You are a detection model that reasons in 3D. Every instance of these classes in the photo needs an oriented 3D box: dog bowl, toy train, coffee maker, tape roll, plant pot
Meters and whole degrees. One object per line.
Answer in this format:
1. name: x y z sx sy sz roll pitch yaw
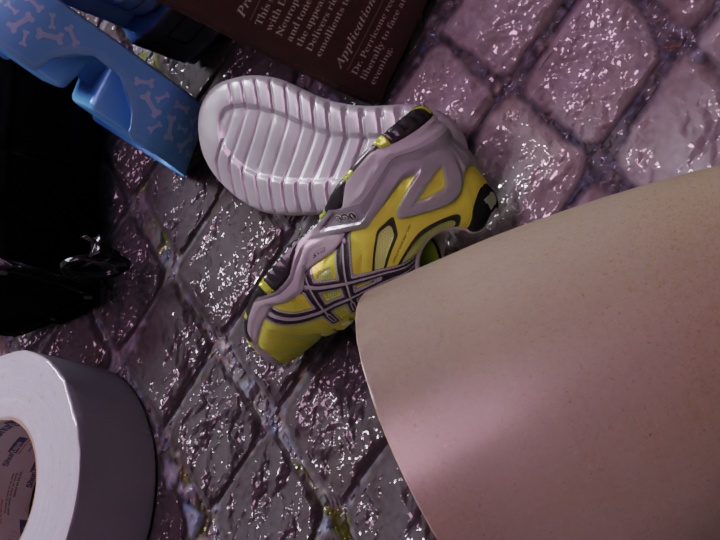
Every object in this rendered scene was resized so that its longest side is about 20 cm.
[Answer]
1. dog bowl: -0.189 -0.139 0.920 0.050 0.199 0.111 -57 26 -3
2. toy train: -0.172 -0.221 0.930 0.087 0.199 0.115 -44 60 21
3. coffee maker: -0.246 -0.070 1.015 0.190 0.135 0.202 -10 68 17
4. tape roll: -0.231 0.161 0.944 0.199 0.066 0.203 -18 64 41
5. plant pot: 0.130 0.038 0.565 0.199 0.187 0.188 -33 54 15

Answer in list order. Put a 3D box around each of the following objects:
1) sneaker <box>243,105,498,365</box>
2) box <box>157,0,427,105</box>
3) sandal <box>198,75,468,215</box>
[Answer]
1. sneaker: 0.000 0.000 0.763 0.076 0.075 0.200 43 131 4
2. box: -0.064 -0.228 0.819 0.164 0.199 0.167 34 99 46
3. sandal: -0.017 -0.071 0.830 0.201 0.050 0.083 15 101 34
